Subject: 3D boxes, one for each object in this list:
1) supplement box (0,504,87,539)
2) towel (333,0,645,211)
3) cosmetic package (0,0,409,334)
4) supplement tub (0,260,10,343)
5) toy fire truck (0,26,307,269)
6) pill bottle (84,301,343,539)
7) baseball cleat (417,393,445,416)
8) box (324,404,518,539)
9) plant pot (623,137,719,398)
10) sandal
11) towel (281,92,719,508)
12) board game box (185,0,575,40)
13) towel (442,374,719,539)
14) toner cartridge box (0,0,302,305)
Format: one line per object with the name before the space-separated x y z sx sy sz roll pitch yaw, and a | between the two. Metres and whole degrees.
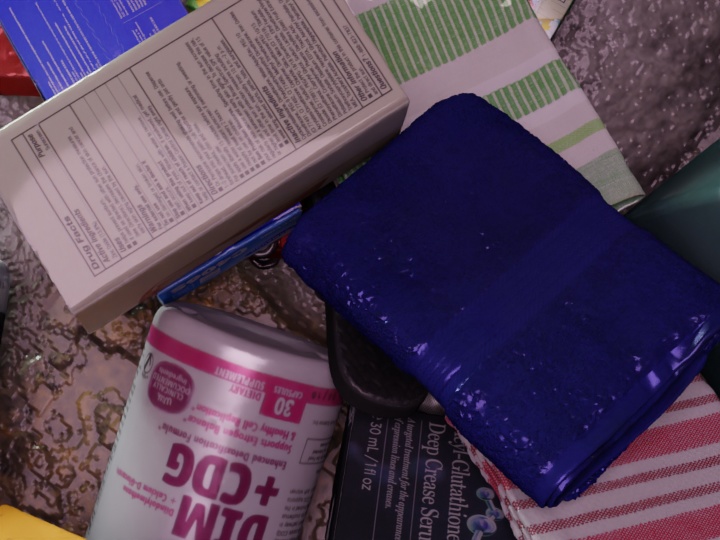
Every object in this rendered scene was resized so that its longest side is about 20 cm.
supplement box | -0.154 0.234 0.829 0.073 0.125 0.202 -25 113 -39
towel | 0.044 -0.091 0.915 0.151 0.023 0.201 -25 67 -4
cosmetic package | -0.085 -0.065 0.848 0.199 0.087 0.104 -31 83 -8
supplement tub | -0.268 0.084 0.913 0.121 0.123 0.202 7 83 3
toy fire truck | -0.128 -0.073 0.962 0.198 0.049 0.143 -1 82 1
pill bottle | -0.087 0.129 0.900 0.112 0.113 0.202 18 94 4
baseball cleat | 0.058 0.024 0.933 0.105 0.070 0.202 10 83 3
box | 0.076 0.169 0.857 0.198 0.149 0.108 11 123 -1
plant pot | 0.232 -0.018 0.866 0.141 0.200 0.142 -38 84 -3
sandal | 0.000 0.000 0.917 0.074 0.045 0.202 13 51 -18
towel | 0.074 0.011 0.834 0.147 0.050 0.200 -39 66 -19
board game box | 0.015 -0.163 0.976 0.199 0.029 0.135 30 85 5
towel | 0.141 0.119 0.820 0.145 0.030 0.201 -9 46 -22
toner cartridge box | -0.121 -0.091 0.918 0.094 0.043 0.201 -30 82 -5
